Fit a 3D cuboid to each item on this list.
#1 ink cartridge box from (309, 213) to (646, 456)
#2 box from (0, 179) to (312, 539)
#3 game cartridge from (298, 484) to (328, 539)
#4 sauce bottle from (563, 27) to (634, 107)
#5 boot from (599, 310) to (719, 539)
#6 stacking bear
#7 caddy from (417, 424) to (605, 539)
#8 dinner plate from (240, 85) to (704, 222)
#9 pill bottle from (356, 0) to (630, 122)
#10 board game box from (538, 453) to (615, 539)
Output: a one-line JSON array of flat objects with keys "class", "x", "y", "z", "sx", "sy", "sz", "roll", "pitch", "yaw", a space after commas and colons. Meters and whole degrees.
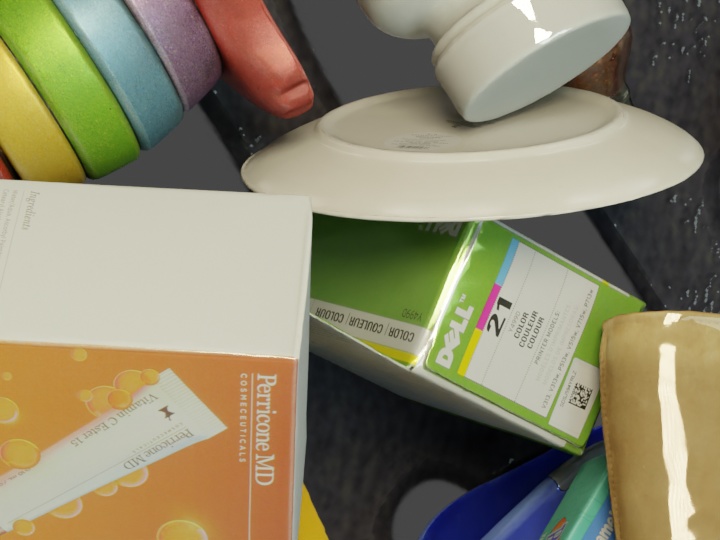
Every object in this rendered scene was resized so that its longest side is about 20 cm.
[{"class": "ink cartridge box", "x": 0.000, "y": 0.000, "z": 1.015, "sx": 0.200, "sy": 0.148, "sz": 0.076, "roll": 28, "pitch": 82, "yaw": -30}, {"class": "box", "x": -0.120, "y": 0.043, "z": 0.880, "sx": 0.199, "sy": 0.098, "sz": 0.125, "roll": 3, "pitch": 128, "yaw": 0}, {"class": "game cartridge", "x": -0.098, "y": 0.139, "z": 0.931, "sx": 0.199, "sy": 0.177, "sz": 0.033, "roll": -2, "pitch": 137, "yaw": -29}, {"class": "sauce bottle", "x": 0.086, "y": -0.131, "z": 1.093, "sx": 0.066, "sy": 0.066, "sz": 0.201, "roll": -31, "pitch": 114, "yaw": -22}, {"class": "boot", "x": 0.184, "y": 0.122, "z": 0.969, "sx": 0.174, "sy": 0.066, "sz": 0.201, "roll": 7, "pitch": 74, "yaw": -18}, {"class": "stacking bear", "x": -0.140, "y": -0.074, "z": 0.949, "sx": 0.200, "sy": 0.114, "sz": 0.122, "roll": -34, "pitch": 128, "yaw": -9}, {"class": "caddy", "x": 0.122, "y": 0.130, "z": 1.112, "sx": 0.199, "sy": 0.141, "sz": 0.105, "roll": -25, "pitch": 112, "yaw": -25}, {"class": "dinner plate", "x": 0.047, "y": -0.056, "z": 1.002, "sx": 0.199, "sy": 0.200, "sz": 0.024, "roll": -13, "pitch": 109, "yaw": -27}, {"class": "pill bottle", "x": 0.030, "y": -0.168, "z": 0.979, "sx": 0.110, "sy": 0.111, "sz": 0.200, "roll": -24, "pitch": 77, "yaw": -24}, {"class": "board game box", "x": 0.145, "y": 0.196, "z": 0.997, "sx": 0.200, "sy": 0.045, "sz": 0.152, "roll": 36, "pitch": 66, "yaw": -6}]
